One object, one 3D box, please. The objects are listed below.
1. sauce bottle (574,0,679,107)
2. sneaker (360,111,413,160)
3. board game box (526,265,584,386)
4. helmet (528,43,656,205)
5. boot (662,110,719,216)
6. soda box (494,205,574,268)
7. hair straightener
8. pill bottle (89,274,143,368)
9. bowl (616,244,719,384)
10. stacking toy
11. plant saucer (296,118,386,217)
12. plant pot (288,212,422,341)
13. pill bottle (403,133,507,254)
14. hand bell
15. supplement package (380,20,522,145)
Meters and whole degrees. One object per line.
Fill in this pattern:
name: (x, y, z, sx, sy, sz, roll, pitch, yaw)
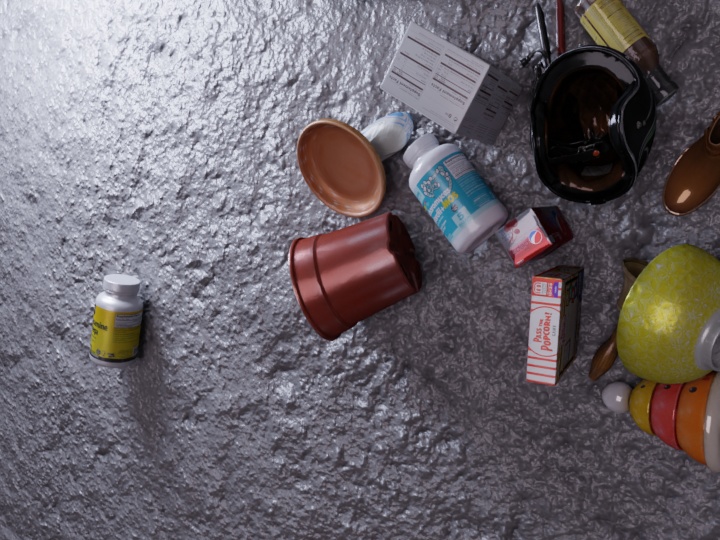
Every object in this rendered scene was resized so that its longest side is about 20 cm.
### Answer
sauce bottle: (0.409, -0.342, 0.995, 0.064, 0.064, 0.203, -36, 79, 26)
sneaker: (0.021, -0.238, 1.227, 0.197, 0.073, 0.073, -18, 116, 40)
board game box: (0.307, 0.078, 1.012, 0.045, 0.199, 0.157, 5, 97, 27)
helmet: (0.344, -0.223, 0.967, 0.195, 0.201, 0.195, 2, 59, 28)
boot: (0.494, -0.166, 0.911, 0.073, 0.154, 0.203, 37, 111, 19)
soda box: (0.276, -0.055, 1.016, 0.069, 0.198, 0.065, -36, 79, 26)
hair straightener: (0.302, -0.337, 1.074, 0.075, 0.041, 0.207, -2, 98, 29)
pill bottle: (-0.584, 0.120, 1.559, 0.110, 0.112, 0.207, 16, 102, 26)
bowl: (0.464, 0.078, 0.896, 0.107, 0.195, 0.206, 36, 114, 55)
stacking toy: (0.464, 0.211, 0.994, 0.196, 0.144, 0.151, 4, 97, 43)
plant saucer: (-0.032, -0.195, 1.222, 0.196, 0.038, 0.204, 23, 138, 22)
plant pot: (0.000, 0.000, 1.191, 0.191, 0.200, 0.206, -21, 85, 20)
pill bottle: (0.157, -0.138, 1.126, 0.111, 0.110, 0.202, -42, 74, 25)
hand bell: (0.414, 0.093, 1.032, 0.103, 0.103, 0.204, 34, 122, 22)
supplement package: (0.153, -0.299, 1.062, 0.154, 0.198, 0.113, 36, 109, 21)
